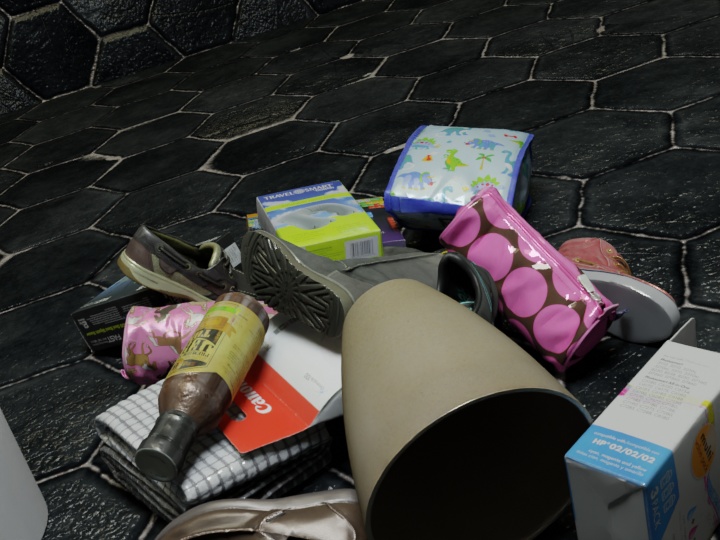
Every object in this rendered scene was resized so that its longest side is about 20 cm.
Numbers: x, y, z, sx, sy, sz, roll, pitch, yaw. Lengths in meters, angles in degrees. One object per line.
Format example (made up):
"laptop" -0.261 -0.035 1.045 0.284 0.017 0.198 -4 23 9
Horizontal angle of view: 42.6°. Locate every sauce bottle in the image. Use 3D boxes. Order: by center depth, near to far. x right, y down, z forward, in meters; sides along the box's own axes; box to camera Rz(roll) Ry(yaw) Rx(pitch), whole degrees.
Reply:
"sauce bottle" -0.141 0.101 0.833 0.064 0.065 0.201 -5 34 20

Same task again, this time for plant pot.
"plant pot" 0.060 0.102 0.747 0.185 0.189 0.201 -19 39 -8

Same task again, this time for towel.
"towel" -0.140 0.169 0.892 0.164 0.087 0.199 -25 32 -35

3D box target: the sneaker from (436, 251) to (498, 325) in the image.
"sneaker" 0.095 0.077 0.864 0.074 0.079 0.203 -12 62 16

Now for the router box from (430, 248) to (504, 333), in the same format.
"router box" 0.047 0.050 1.054 0.197 0.052 0.150 -19 29 -6

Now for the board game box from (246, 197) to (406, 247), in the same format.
"board game box" -0.049 -0.035 1.237 0.196 0.058 0.166 -8 24 -8

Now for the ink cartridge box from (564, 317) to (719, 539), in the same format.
"ink cartridge box" 0.242 0.137 0.705 0.067 0.117 0.199 12 38 43

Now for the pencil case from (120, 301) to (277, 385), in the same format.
"pencil case" -0.167 0.082 1.033 0.196 0.084 0.087 -1 44 -1

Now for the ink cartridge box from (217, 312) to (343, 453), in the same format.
"ink cartridge box" -0.059 0.090 0.894 0.197 0.058 0.162 -11 24 -31

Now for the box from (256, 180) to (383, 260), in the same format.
"box" -0.058 -0.059 1.170 0.120 0.048 0.200 -12 28 -14

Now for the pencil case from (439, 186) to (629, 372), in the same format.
"pencil case" 0.170 0.001 0.939 0.090 0.094 0.200 -32 66 -29

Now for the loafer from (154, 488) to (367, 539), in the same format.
"loafer" -0.081 0.229 0.751 0.197 0.074 0.071 -15 26 4

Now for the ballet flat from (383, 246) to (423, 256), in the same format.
"ballet flat" -0.001 0.016 1.152 0.197 0.057 0.067 -14 68 -8

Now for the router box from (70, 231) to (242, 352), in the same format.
"router box" -0.259 0.029 1.191 0.198 0.063 0.150 -16 19 42

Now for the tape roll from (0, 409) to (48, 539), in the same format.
"tape roll" -0.420 0.221 0.882 0.199 0.141 0.203 -13 25 6

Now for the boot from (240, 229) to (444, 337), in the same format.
"boot" -0.001 0.001 0.954 0.181 0.073 0.198 36 36 31

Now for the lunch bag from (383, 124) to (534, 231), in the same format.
"lunch bag" 0.135 -0.112 1.222 0.167 0.130 0.200 5 22 17

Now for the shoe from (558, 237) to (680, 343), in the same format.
"shoe" 0.268 0.013 0.986 0.091 0.072 0.199 -35 28 -28

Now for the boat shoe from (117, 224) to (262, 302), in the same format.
"boat shoe" -0.180 0.000 1.070 0.199 0.067 0.072 18 23 -36
